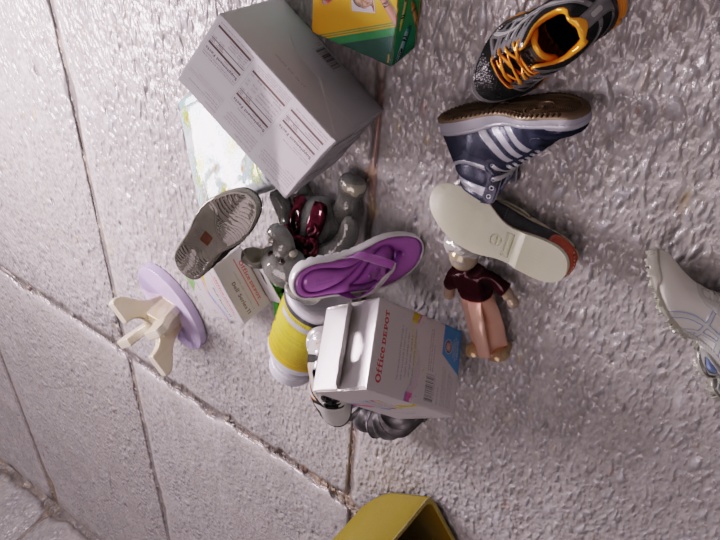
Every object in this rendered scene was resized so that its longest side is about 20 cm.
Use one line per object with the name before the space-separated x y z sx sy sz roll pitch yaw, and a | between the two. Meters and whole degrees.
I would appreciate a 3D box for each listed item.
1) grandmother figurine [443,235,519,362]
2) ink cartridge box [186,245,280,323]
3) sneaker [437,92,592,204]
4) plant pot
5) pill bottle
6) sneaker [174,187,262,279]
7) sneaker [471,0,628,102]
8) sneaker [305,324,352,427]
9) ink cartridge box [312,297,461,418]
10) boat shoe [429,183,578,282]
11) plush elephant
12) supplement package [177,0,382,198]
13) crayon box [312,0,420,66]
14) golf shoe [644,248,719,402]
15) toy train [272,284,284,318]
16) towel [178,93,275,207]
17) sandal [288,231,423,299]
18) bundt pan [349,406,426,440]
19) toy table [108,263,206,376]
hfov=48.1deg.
grandmother figurine | 0.158 0.032 1.093 0.119 0.061 0.203 -1 125 32
ink cartridge box | -0.229 0.022 1.399 0.198 0.067 0.119 4 126 56
sneaker | 0.180 -0.135 0.915 0.198 0.070 0.110 7 123 47
plant pot | 0.052 0.549 1.535 0.198 0.195 0.197 -2 122 53
pill bottle | -0.090 0.100 1.321 0.111 0.112 0.202 36 134 12
sneaker | -0.192 -0.075 1.177 0.075 0.106 0.199 48 130 -7
sneaker | 0.178 -0.230 0.834 0.079 0.077 0.199 49 143 -7
sneaker | -0.051 0.183 1.256 0.072 0.081 0.203 -8 130 3
ink cartridge box | 0.032 0.127 1.159 0.198 0.131 0.124 24 156 -35
boat shoe | 0.177 -0.051 0.999 0.198 0.062 0.072 30 121 20
plush elephant | -0.091 -0.044 1.175 0.163 0.155 0.203 23 136 26
supplement package | -0.097 -0.221 1.014 0.200 0.156 0.111 48 124 -1
crayon box | 0.011 -0.348 0.900 0.117 0.058 0.202 28 138 21
golf shoe | 0.392 0.046 0.894 0.096 0.079 0.201 -30 107 33
toy train | -0.131 0.040 1.381 0.056 0.041 0.203 34 141 30
towel | -0.194 -0.189 1.182 0.198 0.048 0.175 -10 88 47
sandal | 0.001 0.006 1.113 0.050 0.199 0.084 -124 22 -52
bundt pan | 0.022 0.203 1.350 0.199 0.076 0.205 24 135 26
toy table | -0.413 0.103 1.632 0.201 0.117 0.183 50 142 -6
